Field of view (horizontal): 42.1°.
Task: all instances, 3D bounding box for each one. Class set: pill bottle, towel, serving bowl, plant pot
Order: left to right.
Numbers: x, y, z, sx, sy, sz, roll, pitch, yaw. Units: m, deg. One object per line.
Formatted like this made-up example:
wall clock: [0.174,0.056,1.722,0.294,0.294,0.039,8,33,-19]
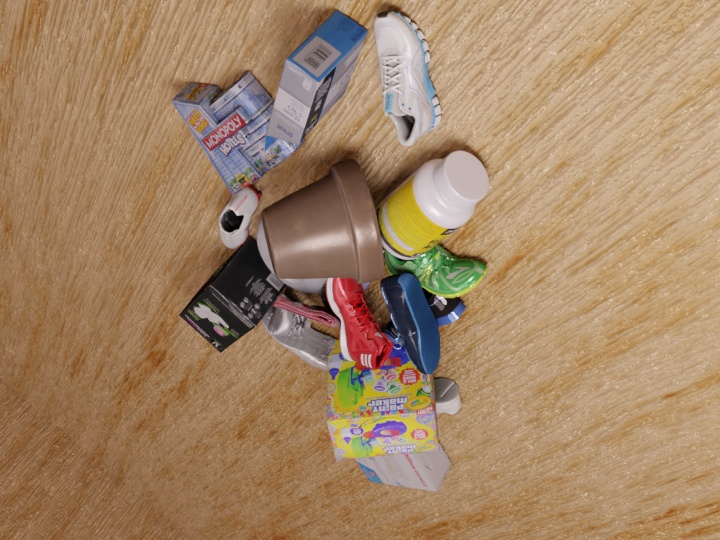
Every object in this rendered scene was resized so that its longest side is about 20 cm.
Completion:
serving bowl: [-0.122,-0.029,1.780,0.197,0.066,0.202,23,141,20]
plant pot: [-0.068,-0.065,1.528,0.200,0.171,0.205,167,90,-82]
towel: [-0.057,0.088,1.788,0.142,0.023,0.199,18,180,30]
pill bottle: [0.111,-0.104,1.456,0.111,0.112,0.200,42,145,-7]

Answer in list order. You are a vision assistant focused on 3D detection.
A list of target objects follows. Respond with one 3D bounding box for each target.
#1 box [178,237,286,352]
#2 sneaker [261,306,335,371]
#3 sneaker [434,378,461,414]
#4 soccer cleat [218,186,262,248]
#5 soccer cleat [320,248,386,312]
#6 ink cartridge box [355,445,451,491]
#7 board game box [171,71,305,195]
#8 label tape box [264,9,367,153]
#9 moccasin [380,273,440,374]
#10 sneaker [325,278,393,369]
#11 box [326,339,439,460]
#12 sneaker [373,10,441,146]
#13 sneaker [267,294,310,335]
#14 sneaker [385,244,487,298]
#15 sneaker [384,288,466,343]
box: [-0.257,0.053,1.912,0.124,0.149,0.199,42,145,-10]
sneaker: [-0.128,0.153,1.984,0.198,0.077,0.081,34,154,8]
sneaker: [0.107,0.264,1.876,0.196,0.071,0.081,0,142,21]
soccer cleat: [-0.246,-0.092,1.801,0.068,0.086,0.200,37,144,0]
soccer cleat: [0.000,0.000,1.719,0.069,0.072,0.201,53,131,19]
ink cartridge box: [0.081,0.398,2.055,0.198,0.085,0.146,-1,130,43]
board game box: [-0.224,-0.253,1.627,0.200,0.062,0.199,48,143,-15]
label tape box: [-0.072,-0.268,1.406,0.065,0.144,0.201,32,144,6]
moccasin: [0.088,0.088,1.623,0.067,0.080,0.203,3,121,35]
sneaker: [0.010,0.080,1.632,0.115,0.078,0.203,20,133,47]
box: [0.042,0.234,1.754,0.195,0.195,0.123,-6,134,4]
sneaker: [0.059,-0.269,1.343,0.074,0.087,0.202,6,132,38]
sneaker: [-0.134,0.092,1.872,0.081,0.076,0.200,23,-173,-4]
sneaker: [0.120,-0.010,1.582,0.197,0.075,0.084,10,141,33]
sneaker: [0.102,0.070,1.698,0.199,0.070,0.078,-27,108,44]
